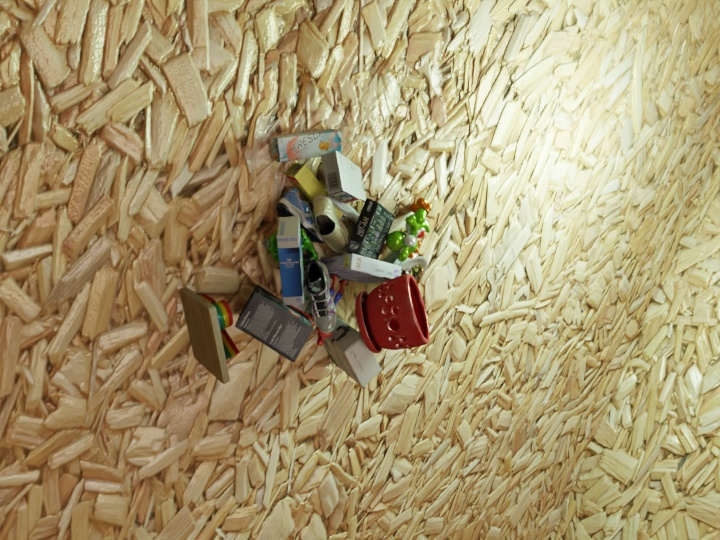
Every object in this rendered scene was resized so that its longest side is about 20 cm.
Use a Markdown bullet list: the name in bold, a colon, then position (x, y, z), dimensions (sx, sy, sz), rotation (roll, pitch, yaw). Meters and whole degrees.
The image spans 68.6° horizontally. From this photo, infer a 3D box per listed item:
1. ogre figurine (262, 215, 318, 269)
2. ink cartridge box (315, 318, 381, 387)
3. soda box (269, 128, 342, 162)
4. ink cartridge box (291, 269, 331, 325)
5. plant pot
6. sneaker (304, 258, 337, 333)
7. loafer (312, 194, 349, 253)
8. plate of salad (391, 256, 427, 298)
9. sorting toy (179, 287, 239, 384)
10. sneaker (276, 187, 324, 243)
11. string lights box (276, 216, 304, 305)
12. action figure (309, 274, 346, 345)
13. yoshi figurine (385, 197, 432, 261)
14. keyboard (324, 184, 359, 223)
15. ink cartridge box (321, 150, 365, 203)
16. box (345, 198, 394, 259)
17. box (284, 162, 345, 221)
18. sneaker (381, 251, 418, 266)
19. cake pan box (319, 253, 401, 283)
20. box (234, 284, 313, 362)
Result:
- **ogre figurine**: position (-0.194, -0.062, 1.473), dimensions (0.117, 0.200, 0.101), rotation (-25, 76, 2)
- **ink cartridge box**: position (-0.038, 0.242, 1.610), dimensions (0.084, 0.198, 0.149), rotation (-36, 121, -19)
- **soda box**: position (-0.149, -0.344, 1.446), dimensions (0.195, 0.068, 0.066), rotation (-16, 116, -28)
- **ink cartridge box**: position (-0.172, 0.112, 1.577), dimensions (0.108, 0.050, 0.204), rotation (32, 85, -35)
- **plant pot**: position (0.088, 0.132, 1.502), dimensions (0.177, 0.203, 0.204), rotation (-19, 120, 14)
- **sneaker**: position (-0.118, 0.067, 1.451), dimensions (0.075, 0.140, 0.207), rotation (-15, 78, 3)
- **loafer**: position (-0.087, -0.115, 1.475), dimensions (0.070, 0.073, 0.202), rotation (-80, 152, -42)
- **plate of salad**: position (0.149, 0.039, 1.722), dimensions (0.197, 0.048, 0.203), rotation (-30, 150, -19)
- **sorting toy**: position (-0.382, 0.156, 1.366), dimensions (0.068, 0.196, 0.207), rotation (-19, 114, -34)
- **sneaker**: position (-0.153, -0.150, 1.497), dimensions (0.200, 0.074, 0.079), rotation (49, 59, -44)
- **string lights box**: position (-0.181, -0.024, 1.374), dimensions (0.057, 0.104, 0.206), rotation (-2, 122, -3)
- **action figure**: position (-0.109, 0.122, 1.562), dimensions (0.064, 0.097, 0.206), rotation (26, 68, -34)
- **yoshi figurine**: position (0.144, -0.132, 1.669), dimensions (0.112, 0.109, 0.205), rotation (45, 63, -49)
- **keyboard**: position (-0.043, -0.184, 1.544), dimensions (0.010, 0.058, 0.199), rotation (-25, 147, 20)
- **ink cartridge box**: position (-0.043, -0.254, 1.494), dimensions (0.199, 0.049, 0.113), rotation (10, 68, -71)
- **box**: position (0.034, -0.114, 1.585), dimensions (0.165, 0.042, 0.199), rotation (-68, 162, 2)
- **box**: position (-0.127, -0.212, 1.498), dimensions (0.050, 0.075, 0.201), rotation (-46, 124, -12)
- **sneaker**: position (0.119, -0.015, 1.716), dimensions (0.199, 0.072, 0.072), rotation (-41, 119, -16)
- **cake pan box**: position (0.000, 0.000, 1.575), dimensions (0.195, 0.182, 0.054), rotation (13, 81, -33)
- **box**: position (-0.231, 0.137, 1.422), dimensions (0.179, 0.200, 0.106), rotation (32, 87, -11)
